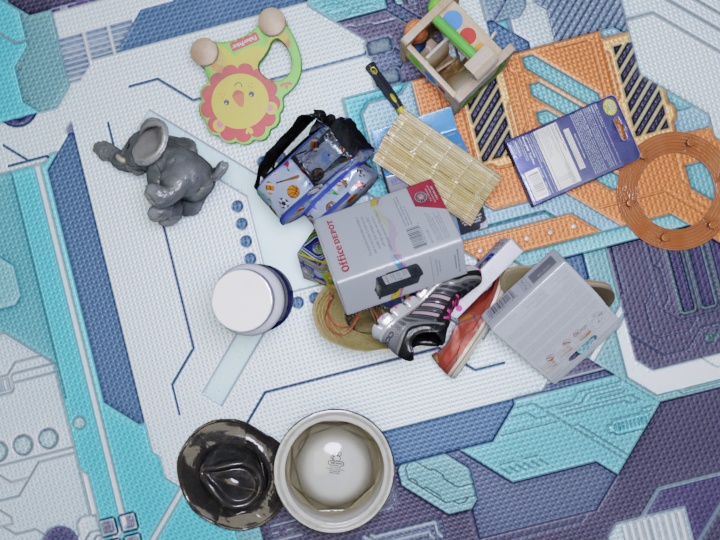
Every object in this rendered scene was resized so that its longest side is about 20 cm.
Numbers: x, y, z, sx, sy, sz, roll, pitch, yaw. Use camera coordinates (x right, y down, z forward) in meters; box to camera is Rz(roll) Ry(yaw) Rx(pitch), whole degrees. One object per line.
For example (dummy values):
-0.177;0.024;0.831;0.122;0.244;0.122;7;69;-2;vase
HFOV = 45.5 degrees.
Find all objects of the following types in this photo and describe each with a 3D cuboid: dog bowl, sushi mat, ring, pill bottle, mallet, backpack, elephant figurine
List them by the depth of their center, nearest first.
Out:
0.123;-0.164;1.371;0.199;0.012;0.096;33;102;-10;sushi mat
-0.174;0.046;1.383;0.115;0.200;0.117;0;89;3;pill bottle
-0.071;-0.154;1.399;0.190;0.200;0.155;-32;88;14;backpack
-0.045;0.327;1.429;0.198;0.074;0.202;0;88;-4;dog bowl
-0.338;-0.188;1.436;0.154;0.142;0.201;-23;71;-26;elephant figurine
0.534;-0.135;1.450;0.199;0.019;0.202;0;89;3;ring
0.080;-0.275;1.461;0.066;0.041;0.201;-28;85;3;mallet

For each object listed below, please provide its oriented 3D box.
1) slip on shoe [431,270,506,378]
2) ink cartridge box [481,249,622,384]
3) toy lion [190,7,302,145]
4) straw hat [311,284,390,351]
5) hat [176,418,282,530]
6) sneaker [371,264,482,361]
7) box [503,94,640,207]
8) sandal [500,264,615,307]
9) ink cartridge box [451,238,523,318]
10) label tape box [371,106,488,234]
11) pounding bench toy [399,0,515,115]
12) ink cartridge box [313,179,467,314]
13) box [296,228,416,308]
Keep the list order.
0.187;0.083;1.436;0.061;0.074;0.201;33;93;10;slip on shoe
0.316;0.080;1.406;0.160;0.047;0.200;-44;126;10;ink cartridge box
-0.187;-0.319;1.462;0.199;0.069;0.193;-24;95;1;toy lion
0.022;0.085;1.428;0.199;0.085;0.202;-3;46;3;straw hat
-0.219;0.350;1.440;0.199;0.081;0.202;0;90;3;hat
0.118;0.070;1.325;0.199;0.074;0.088;-33;68;-14;sneaker
0.357;-0.202;1.449;0.199;0.032;0.122;-24;89;3;box
0.319;0.019;1.439;0.210;0.070;0.078;10;121;-16;sandal
0.182;0.026;1.422;0.200;0.095;0.037;-43;92;1;ink cartridge box
0.113;-0.149;1.415;0.143;0.063;0.201;-17;107;1;label tape box
0.148;-0.362;1.376;0.124;0.200;0.156;-43;89;1;pounding bench toy
0.044;-0.038;1.317;0.199;0.083;0.146;-19;49;-2;ink cartridge box
0.000;0.000;1.401;0.199;0.070;0.064;18;56;22;box
